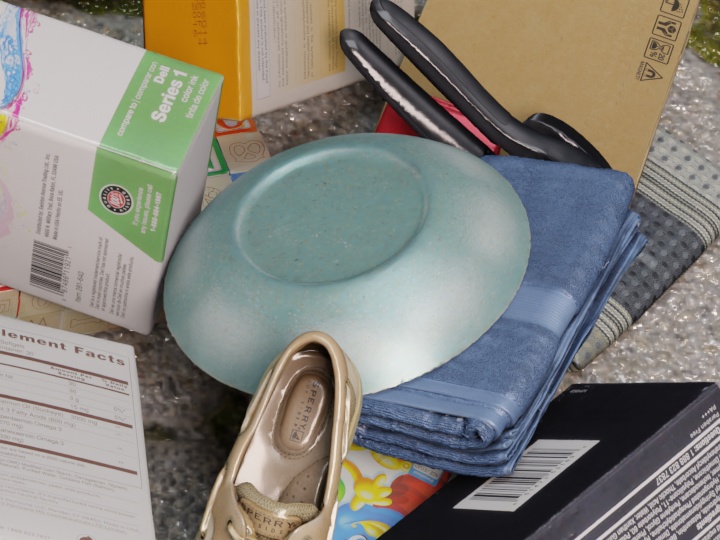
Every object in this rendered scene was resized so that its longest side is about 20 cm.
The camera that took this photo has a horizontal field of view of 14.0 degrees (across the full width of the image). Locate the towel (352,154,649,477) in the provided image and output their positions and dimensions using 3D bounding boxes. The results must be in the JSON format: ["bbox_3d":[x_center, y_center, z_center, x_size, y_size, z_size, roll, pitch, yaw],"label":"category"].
[{"bbox_3d":[0.068,0.023,1.552,0.112,0.049,0.200,12,49,26],"label":"towel"}]

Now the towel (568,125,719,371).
[{"bbox_3d":[0.112,-0.046,1.811,0.200,0.035,0.193,38,57,15],"label":"towel"}]

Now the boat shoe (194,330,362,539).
[{"bbox_3d":[-0.048,0.126,1.441,0.071,0.065,0.200,11,77,4],"label":"boat shoe"}]

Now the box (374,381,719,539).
[{"bbox_3d":[0.119,0.191,1.501,0.200,0.123,0.199,-35,108,-32],"label":"box"}]

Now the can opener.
[{"bbox_3d":[0.068,-0.081,1.717,0.200,0.063,0.079,36,15,-11],"label":"can opener"}]

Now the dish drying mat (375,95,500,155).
[{"bbox_3d":[0.021,-0.011,1.728,0.077,0.018,0.200,20,70,3],"label":"dish drying mat"}]

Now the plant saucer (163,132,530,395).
[{"bbox_3d":[-0.011,-0.016,1.552,0.201,0.039,0.201,-8,44,8],"label":"plant saucer"}]

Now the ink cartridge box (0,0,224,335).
[{"bbox_3d":[-0.188,-0.066,1.607,0.200,0.145,0.084,19,51,4],"label":"ink cartridge box"}]

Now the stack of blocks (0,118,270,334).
[{"bbox_3d":[-0.148,-0.028,1.718,0.200,0.059,0.115,-10,55,-19],"label":"stack of blocks"}]

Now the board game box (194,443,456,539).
[{"bbox_3d":[-0.041,0.177,1.547,0.103,0.105,0.200,24,50,9],"label":"board game box"}]

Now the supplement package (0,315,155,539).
[{"bbox_3d":[-0.180,0.125,1.501,0.117,0.117,0.200,14,28,-17],"label":"supplement package"}]

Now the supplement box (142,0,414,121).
[{"bbox_3d":[-0.048,-0.170,1.758,0.073,0.126,0.200,7,17,31],"label":"supplement box"}]

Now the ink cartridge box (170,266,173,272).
[{"bbox_3d":[0.000,0.000,1.632,0.200,0.044,0.094,-26,41,-35],"label":"ink cartridge box"}]

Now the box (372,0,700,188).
[{"bbox_3d":[0.107,-0.116,1.810,0.163,0.021,0.200,19,61,4],"label":"box"}]
